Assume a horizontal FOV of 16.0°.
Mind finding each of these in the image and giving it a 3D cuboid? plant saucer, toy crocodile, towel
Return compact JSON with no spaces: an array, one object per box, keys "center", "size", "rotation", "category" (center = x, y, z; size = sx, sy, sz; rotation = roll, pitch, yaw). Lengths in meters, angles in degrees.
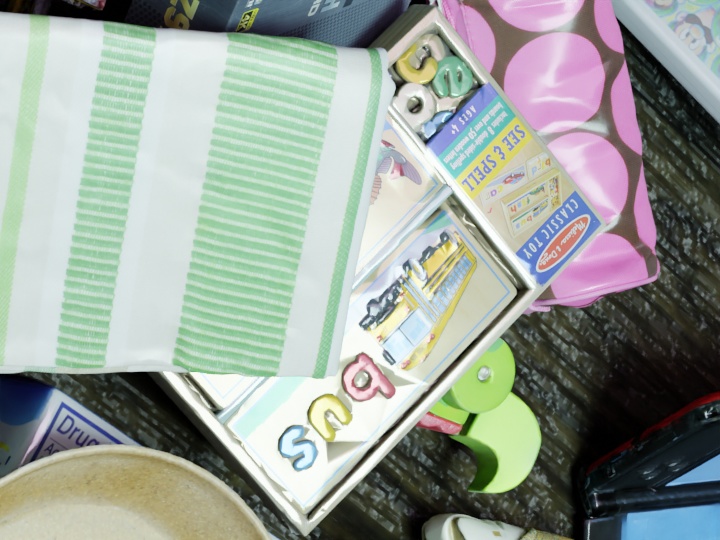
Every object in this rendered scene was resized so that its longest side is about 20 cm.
[{"center":[-0.113,0.167,1.008],"size":[0.199,0.035,0.202],"rotation":[-3,96,-36],"category":"plant saucer"},{"center":[0.007,0.035,1.189],"size":[0.200,0.067,0.062],"rotation":[37,74,-30],"category":"toy crocodile"},{"center":[-0.090,-0.027,1.017],"size":[0.199,0.023,0.153],"rotation":[2,114,-23],"category":"towel"}]

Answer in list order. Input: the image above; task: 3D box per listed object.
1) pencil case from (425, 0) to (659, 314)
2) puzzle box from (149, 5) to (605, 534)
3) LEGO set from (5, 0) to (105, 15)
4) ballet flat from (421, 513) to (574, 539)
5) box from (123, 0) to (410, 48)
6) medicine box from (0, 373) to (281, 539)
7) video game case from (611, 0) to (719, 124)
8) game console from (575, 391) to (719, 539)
[{"center":[0.082,-0.075,1.221],"size":[0.094,0.090,0.201],"rotation":[-30,111,-40],"category":"pencil case"},{"center":[0.000,0.000,1.117],"size":[0.200,0.025,0.133],"rotation":[-46,112,-13],"category":"puzzle box"},{"center":[-0.175,-0.121,1.025],"size":[0.200,0.116,0.154],"rotation":[34,75,-30],"category":"LEGO set"},{"center":[0.032,0.153,1.219],"size":[0.199,0.071,0.071],"rotation":[-23,105,-31],"category":"ballet flat"},{"center":[-0.025,-0.133,1.072],"size":[0.157,0.051,0.201],"rotation":[-29,153,-51],"category":"box"},{"center":[-0.131,0.173,1.084],"size":[0.182,0.103,0.201],"rotation":[37,72,-30],"category":"medicine box"},{"center":[0.216,-0.158,1.298],"size":[0.200,0.024,0.182],"rotation":[46,67,-2],"category":"video game case"},{"center":[0.218,0.138,1.312],"size":[0.199,0.172,0.119],"rotation":[-3,68,-34],"category":"game console"}]
